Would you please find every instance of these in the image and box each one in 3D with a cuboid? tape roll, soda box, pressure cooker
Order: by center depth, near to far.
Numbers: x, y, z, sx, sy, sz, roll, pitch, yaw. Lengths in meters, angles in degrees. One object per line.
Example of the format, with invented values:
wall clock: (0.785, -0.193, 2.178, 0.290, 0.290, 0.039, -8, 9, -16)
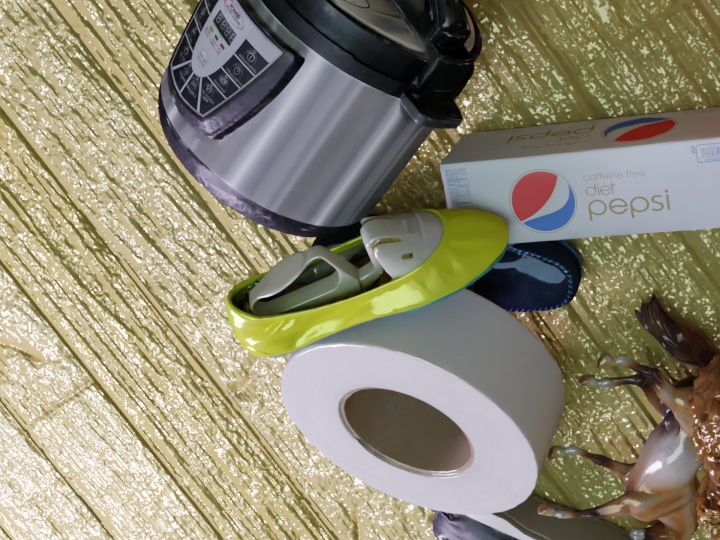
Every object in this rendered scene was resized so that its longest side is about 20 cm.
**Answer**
pressure cooker: (-0.020, -0.146, 0.905, 0.176, 0.179, 0.200, 32, 122, -12)
soda box: (0.160, -0.063, 0.937, 0.199, 0.068, 0.064, -3, 113, 22)
tape roll: (0.044, 0.092, 1.007, 0.202, 0.071, 0.203, 18, 145, 13)

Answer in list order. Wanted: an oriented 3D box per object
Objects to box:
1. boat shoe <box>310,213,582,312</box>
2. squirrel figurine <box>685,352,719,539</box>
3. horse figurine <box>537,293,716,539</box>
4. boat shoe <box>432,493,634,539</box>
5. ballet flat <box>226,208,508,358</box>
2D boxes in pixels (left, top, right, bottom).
boat shoe: (0.059, 0.007, 1.006, 0.199, 0.069, 0.085, 2, 115, 19)
squirrel figurine: (0.324, 0.129, 0.939, 0.199, 0.142, 0.187, -18, 121, 18)
horse figurine: (0.212, 0.122, 1.007, 0.132, 0.050, 0.201, 13, 112, -9)
boat shoe: (0.148, 0.223, 1.074, 0.199, 0.074, 0.061, 24, 120, 12)
ballet flat: (0.000, 0.000, 0.919, 0.199, 0.067, 0.067, -23, 134, 11)
